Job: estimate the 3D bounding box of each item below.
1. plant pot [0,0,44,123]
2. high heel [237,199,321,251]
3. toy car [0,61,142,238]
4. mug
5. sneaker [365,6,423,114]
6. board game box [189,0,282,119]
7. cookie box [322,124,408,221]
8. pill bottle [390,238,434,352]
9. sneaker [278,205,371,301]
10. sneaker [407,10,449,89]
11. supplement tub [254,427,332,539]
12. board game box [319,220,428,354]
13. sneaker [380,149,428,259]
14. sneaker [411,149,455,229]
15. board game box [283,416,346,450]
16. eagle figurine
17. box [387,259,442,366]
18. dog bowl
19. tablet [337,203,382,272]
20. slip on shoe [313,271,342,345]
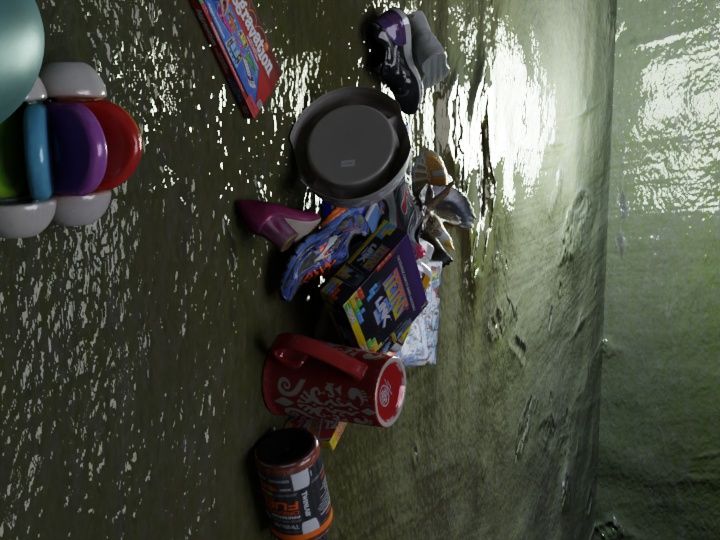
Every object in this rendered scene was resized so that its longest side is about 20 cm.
[{"bbox_3d":[-0.375,-0.202,0.856,0.161,0.197,0.204,-42,131,-63],"label":"plant pot"},{"bbox_3d":[-0.124,-0.082,1.507,0.068,0.096,0.200,-49,177,21],"label":"high heel"},{"bbox_3d":[-0.311,-0.128,1.024,0.199,0.148,0.178,-21,113,-59],"label":"toy car"},{"bbox_3d":[-0.047,0.175,1.523,0.177,0.197,0.136,16,82,-62],"label":"mug"},{"bbox_3d":[0.051,-0.365,1.768,0.087,0.075,0.202,-38,129,-30],"label":"sneaker"},{"bbox_3d":[-0.172,-0.327,1.387,0.104,0.019,0.201,-64,146,-35],"label":"board game box"},{"bbox_3d":[0.012,-0.154,1.701,0.199,0.074,0.174,-30,124,-56],"label":"cookie box"},{"bbox_3d":[0.060,0.037,1.759,0.109,0.108,0.203,36,75,-58],"label":"pill bottle"},{"bbox_3d":[-0.055,-0.024,1.537,0.200,0.078,0.075,-48,175,-17],"label":"sneaker"},{"bbox_3d":[0.115,-0.421,1.848,0.200,0.073,0.117,87,-23,-80],"label":"sneaker"},{"bbox_3d":[-0.101,0.359,1.554,0.107,0.105,0.203,-44,132,-50],"label":"supplement tub"},{"bbox_3d":[0.028,0.046,1.591,0.166,0.056,0.201,-47,146,-19],"label":"board game box"},{"bbox_3d":[0.078,-0.114,1.666,0.080,0.073,0.204,6,85,-70],"label":"sneaker"},{"bbox_3d":[0.151,-0.177,1.984,0.202,0.074,0.089,71,22,-44],"label":"sneaker"},{"bbox_3d":[-0.047,0.206,1.638,0.201,0.094,0.030,-59,142,-39],"label":"board game box"},{"bbox_3d":[0.137,-0.091,1.886,0.200,0.149,0.154,19,61,-74],"label":"eagle figurine"},{"bbox_3d":[0.088,0.081,1.871,0.135,0.040,0.204,1,95,-35],"label":"box"},{"bbox_3d":[-0.012,-0.189,1.540,0.059,0.197,0.203,66,39,-64],"label":"dog bowl"},{"bbox_3d":[0.000,0.000,1.635,0.202,0.013,0.131,-63,150,-27],"label":"tablet"},{"bbox_3d":[-0.027,0.040,1.682,0.076,0.060,0.203,42,58,-56],"label":"slip on shoe"}]
